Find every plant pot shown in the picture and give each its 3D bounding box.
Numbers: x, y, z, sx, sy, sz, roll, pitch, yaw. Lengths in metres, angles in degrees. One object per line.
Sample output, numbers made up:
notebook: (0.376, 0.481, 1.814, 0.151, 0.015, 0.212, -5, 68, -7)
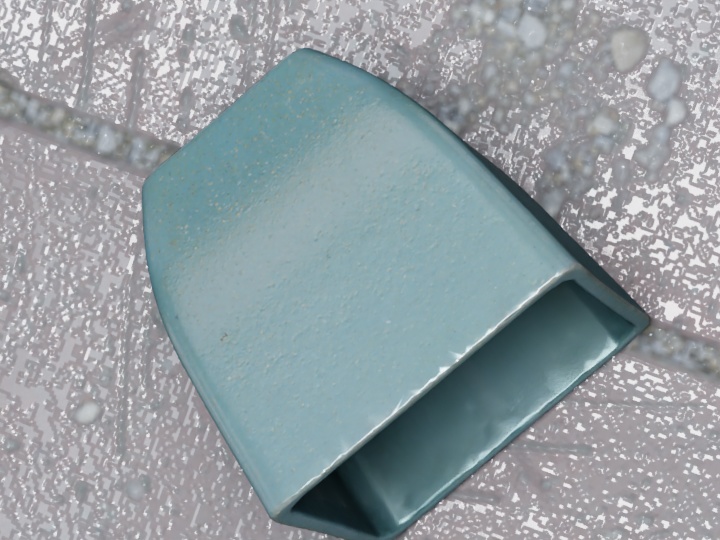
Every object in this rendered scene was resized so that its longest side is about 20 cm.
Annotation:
plant pot: (0.000, 0.000, 1.545, 0.196, 0.196, 0.200, -40, 72, 7)
